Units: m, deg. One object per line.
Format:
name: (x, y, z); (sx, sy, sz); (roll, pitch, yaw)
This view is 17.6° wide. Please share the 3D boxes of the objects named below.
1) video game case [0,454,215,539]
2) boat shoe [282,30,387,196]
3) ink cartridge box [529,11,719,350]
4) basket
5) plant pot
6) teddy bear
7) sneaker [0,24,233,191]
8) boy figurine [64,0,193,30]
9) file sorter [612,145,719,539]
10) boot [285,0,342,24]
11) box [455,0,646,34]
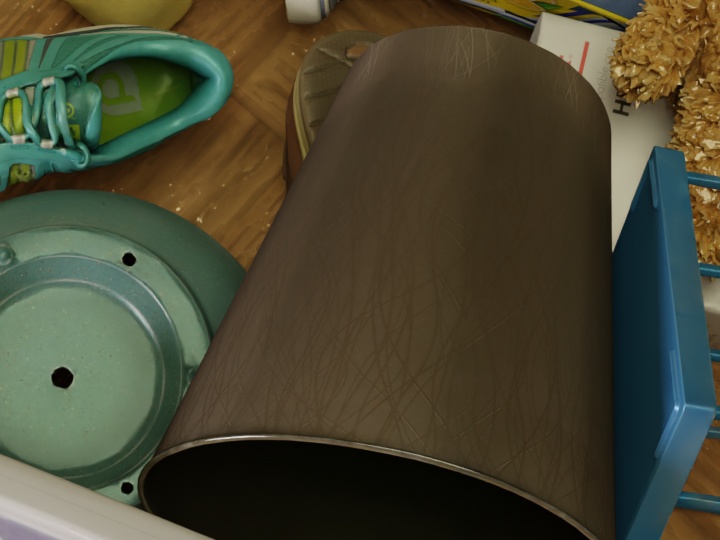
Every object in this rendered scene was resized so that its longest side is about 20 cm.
video game case: (-0.079, 0.149, 0.867); (0.199, 0.183, 0.023); (17, 50, 32)
boat shoe: (0.000, 0.000, 1.016); (0.072, 0.068, 0.201); (1, 73, -15)
ink cartridge box: (0.120, -0.038, 1.035); (0.199, 0.067, 0.117); (14, 77, -1)
basket: (0.028, 0.017, 0.899); (0.179, 0.136, 0.201); (10, 57, 10)
plant pot: (-0.120, 0.054, 0.963); (0.199, 0.134, 0.202); (1, 78, -4)
teddy bear: (0.172, -0.087, 0.981); (0.144, 0.067, 0.201); (20, 74, -2)
sneaker: (-0.144, -0.067, 0.978); (0.199, 0.079, 0.078); (-20, 104, -31)
boy figurine: (-0.080, -0.196, 1.021); (0.064, 0.201, 0.125); (15, 32, -16)
file sorter: (0.149, 0.078, 0.927); (0.122, 0.201, 0.139); (8, 43, -8)
boot: (0.011, -0.208, 1.060); (0.090, 0.073, 0.201); (3, 77, 2)
box: (0.051, -0.157, 1.016); (0.199, 0.064, 0.071); (18, 82, -27)
